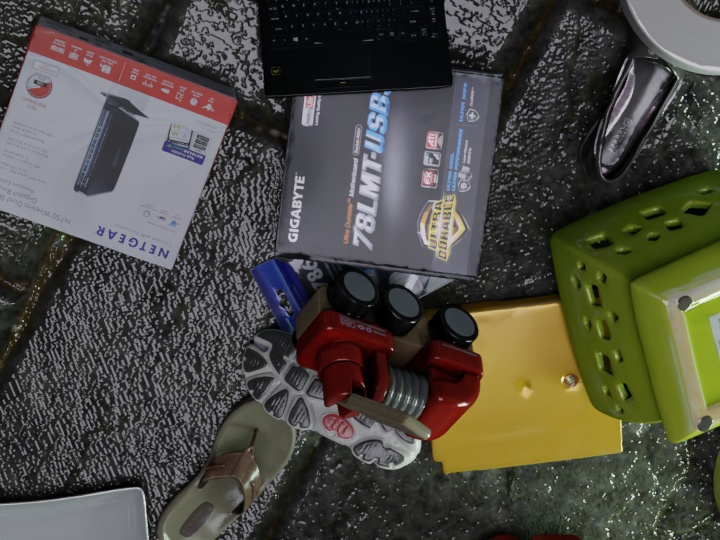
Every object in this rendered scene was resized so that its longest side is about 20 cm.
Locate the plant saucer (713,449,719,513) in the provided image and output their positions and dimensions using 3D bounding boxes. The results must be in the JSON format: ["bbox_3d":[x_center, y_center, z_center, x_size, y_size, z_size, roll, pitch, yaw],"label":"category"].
[{"bbox_3d":[0.472,0.219,1.910,0.198,0.031,0.201,-2,109,-6],"label":"plant saucer"}]

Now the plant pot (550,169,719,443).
[{"bbox_3d":[0.320,0.041,1.737,0.198,0.181,0.201,-22,111,-13],"label":"plant pot"}]

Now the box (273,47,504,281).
[{"bbox_3d":[0.026,-0.101,1.720,0.197,0.050,0.201,8,96,-3],"label":"box"}]

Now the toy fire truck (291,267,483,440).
[{"bbox_3d":[0.037,0.107,1.687,0.175,0.201,0.129,20,132,-25],"label":"toy fire truck"}]

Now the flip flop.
[{"bbox_3d":[-0.134,0.214,1.829,0.081,0.058,0.200,37,101,-16],"label":"flip flop"}]

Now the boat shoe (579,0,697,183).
[{"bbox_3d":[0.274,-0.173,1.744,0.067,0.057,0.201,22,105,-13],"label":"boat shoe"}]

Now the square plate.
[{"bbox_3d":[-0.310,0.318,1.860,0.198,0.028,0.200,-6,108,-4],"label":"square plate"}]

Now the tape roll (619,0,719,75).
[{"bbox_3d":[0.338,-0.285,1.696,0.201,0.037,0.204,0,92,-1],"label":"tape roll"}]

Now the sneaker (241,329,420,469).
[{"bbox_3d":[-0.032,0.134,1.808,0.199,0.083,0.081,35,87,0],"label":"sneaker"}]

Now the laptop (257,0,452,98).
[{"bbox_3d":[-0.007,-0.272,1.652,0.176,0.103,0.201,-4,75,-4],"label":"laptop"}]

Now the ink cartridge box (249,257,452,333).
[{"bbox_3d":[0.000,0.000,1.783,0.199,0.039,0.100,-28,110,4],"label":"ink cartridge box"}]

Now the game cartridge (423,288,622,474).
[{"bbox_3d":[0.164,0.113,1.844,0.198,0.032,0.178,-6,109,-2],"label":"game cartridge"}]

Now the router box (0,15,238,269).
[{"bbox_3d":[-0.238,-0.119,1.711,0.199,0.049,0.180,19,105,-12],"label":"router box"}]

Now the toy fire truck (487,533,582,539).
[{"bbox_3d":[0.199,0.367,1.902,0.167,0.112,0.201,7,110,-34],"label":"toy fire truck"}]
